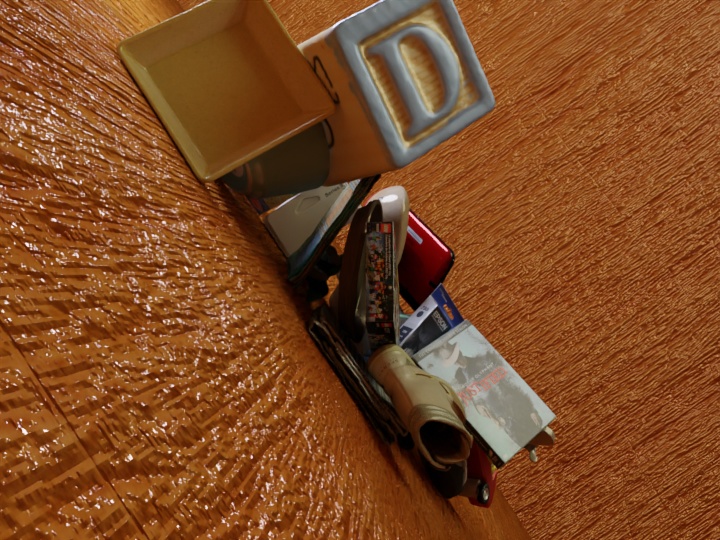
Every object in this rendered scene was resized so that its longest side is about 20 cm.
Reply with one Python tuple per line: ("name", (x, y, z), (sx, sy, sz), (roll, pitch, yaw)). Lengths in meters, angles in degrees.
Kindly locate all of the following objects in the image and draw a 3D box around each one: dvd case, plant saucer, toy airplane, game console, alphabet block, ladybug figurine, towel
("dvd case", (0.179, 0.176, 1.310), (0.200, 0.145, 0.022), (48, -44, 17))
("plant saucer", (0.000, 0.000, 1.247), (0.200, 0.029, 0.203), (8, 90, -81))
("toy airplane", (0.181, 0.250, 1.405), (0.200, 0.200, 0.141), (44, 33, 13))
("game console", (0.106, 0.001, 1.567), (0.118, 0.174, 0.200), (13, 25, -40))
("alphabet block", (0.023, -0.245, 1.181), (0.199, 0.195, 0.197), (-2, -63, 59))
("ladybug figurine", (0.035, -0.066, 1.457), (0.200, 0.071, 0.137), (103, -7, -71))
("plant saucer", (-0.163, -0.223, 1.087), (0.201, 0.199, 0.048), (56, -21, 5))
("towel", (-0.042, -0.071, 1.281), (0.022, 0.201, 0.147), (36, 7, -12))
("towel", (-0.003, 0.132, 1.200), (0.194, 0.034, 0.200), (57, 3, -5))

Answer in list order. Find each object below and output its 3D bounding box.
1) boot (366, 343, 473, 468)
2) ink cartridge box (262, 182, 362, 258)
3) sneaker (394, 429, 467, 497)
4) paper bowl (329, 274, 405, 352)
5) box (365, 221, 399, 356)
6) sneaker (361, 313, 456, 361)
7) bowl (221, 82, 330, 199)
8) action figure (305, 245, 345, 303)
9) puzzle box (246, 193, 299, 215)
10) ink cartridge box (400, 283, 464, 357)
("boot", (0.099, 0.194, 1.147), (0.200, 0.072, 0.155), (44, 6, -40))
("ink cartridge box", (-0.076, -0.095, 1.473), (0.085, 0.145, 0.200), (56, 3, -7))
("sneaker", (0.092, 0.256, 1.305), (0.115, 0.074, 0.202), (-29, 106, -58))
("paper bowl", (0.020, 0.081, 1.564), (0.202, 0.104, 0.201), (56, 1, -2))
("box", (0.031, 0.041, 1.197), (0.200, 0.037, 0.138), (80, 10, -65))
("sneaker", (0.080, 0.138, 1.433), (0.198, 0.132, 0.079), (10, -4, -26))
("bowl", (-0.143, -0.178, 1.203), (0.201, 0.105, 0.202), (41, -30, 31))
("action figure", (-0.060, -0.006, 1.382), (0.055, 0.118, 0.200), (43, -5, -5))
("puzzle box", (-0.155, -0.192, 1.337), (0.201, 0.132, 0.026), (55, 22, -24))
("ink cartridge box", (0.094, 0.124, 1.371), (0.039, 0.200, 0.100), (14, -34, 55))
